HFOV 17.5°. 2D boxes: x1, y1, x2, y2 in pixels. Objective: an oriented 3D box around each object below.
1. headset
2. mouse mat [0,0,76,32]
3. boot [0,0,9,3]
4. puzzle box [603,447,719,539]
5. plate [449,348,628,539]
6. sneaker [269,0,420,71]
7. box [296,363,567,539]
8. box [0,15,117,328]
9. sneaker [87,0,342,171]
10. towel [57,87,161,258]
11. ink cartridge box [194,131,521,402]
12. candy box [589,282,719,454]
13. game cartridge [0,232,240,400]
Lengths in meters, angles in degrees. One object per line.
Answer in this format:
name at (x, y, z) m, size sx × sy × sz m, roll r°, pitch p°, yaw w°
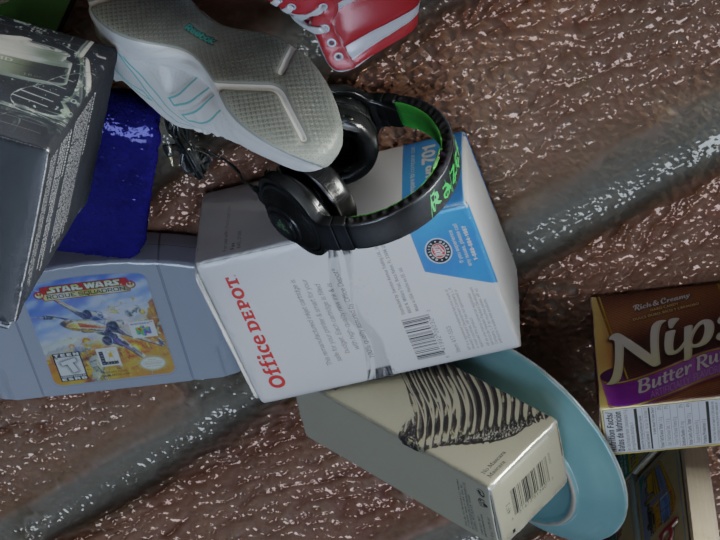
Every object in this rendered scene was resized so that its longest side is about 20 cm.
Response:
headset at (-0.033, -0.077, 1.566) m, size 0.199 × 0.124 × 0.094 m, roll 1°, pitch 138°, yaw 25°
mouse mat at (-0.281, -0.170, 1.557) m, size 0.160 × 0.008 × 0.200 m, roll 19°, pitch 130°, yaw -17°
boot at (-0.303, -0.241, 1.439) m, size 0.198 × 0.078 × 0.139 m, roll 8°, pitch 127°, yaw -3°
puzzle box at (0.219, 0.196, 1.761) m, size 0.025 × 0.201 × 0.133 m, roll 22°, pitch 129°, yaw -19°
plate at (0.112, 0.131, 1.739) m, size 0.200 × 0.026 × 0.201 m, roll 33°, pitch 149°, yaw 23°
sneaker at (-0.052, -0.187, 1.492) m, size 0.198 × 0.072 × 0.113 m, roll 2°, pitch 130°, yaw -3°
box at (0.049, 0.114, 1.694) m, size 0.199 × 0.082 × 0.069 m, roll 26°, pitch 145°, yaw 36°
box at (-0.273, -0.081, 1.443) m, size 0.199 × 0.197 × 0.125 m, roll 16°, pitch 112°, yaw 0°
sneaker at (-0.091, -0.120, 1.521) m, size 0.200 × 0.070 × 0.080 m, roll 35°, pitch 151°, yaw 20°
towel at (-0.238, -0.080, 1.608) m, size 0.198 × 0.050 × 0.148 m, roll 9°, pitch 136°, yaw -6°
ink cartridge box at (0.000, 0.000, 1.658) m, size 0.198 × 0.086 × 0.147 m, roll -12°, pitch 132°, yaw 14°
candy box at (0.269, 0.066, 1.695) m, size 0.198 × 0.117 × 0.057 m, roll -5°, pitch 133°, yaw 7°
game cartridge at (-0.192, 0.032, 1.728) m, size 0.198 × 0.042 × 0.134 m, roll -7°, pitch 137°, yaw 8°
